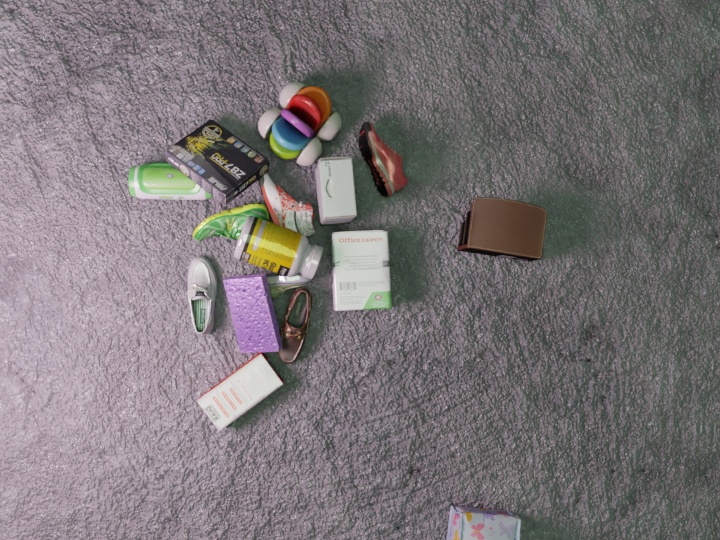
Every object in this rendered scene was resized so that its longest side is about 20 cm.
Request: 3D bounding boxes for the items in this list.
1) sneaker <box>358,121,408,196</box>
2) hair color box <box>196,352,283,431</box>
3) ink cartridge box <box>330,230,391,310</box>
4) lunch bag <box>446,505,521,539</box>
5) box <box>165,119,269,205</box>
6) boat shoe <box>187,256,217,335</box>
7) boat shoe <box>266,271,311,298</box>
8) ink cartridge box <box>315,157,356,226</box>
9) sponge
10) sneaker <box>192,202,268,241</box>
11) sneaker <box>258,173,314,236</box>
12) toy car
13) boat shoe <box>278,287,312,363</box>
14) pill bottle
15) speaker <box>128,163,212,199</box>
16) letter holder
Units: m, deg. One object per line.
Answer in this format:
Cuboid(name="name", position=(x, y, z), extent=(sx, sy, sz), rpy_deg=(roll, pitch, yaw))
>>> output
Cuboid(name="sneaker", position=(0.061, -0.296, 1.742), extent=(0.087, 0.074, 0.200), rpy_deg=(-24, 96, -19))
Cuboid(name="hair color box", position=(-0.304, 0.306, 1.697), extent=(0.200, 0.061, 0.102), rpy_deg=(-36, 93, -6))
Cuboid(name="ink cartridge box", position=(0.000, 0.000, 1.716), extent=(0.146, 0.084, 0.200), rpy_deg=(-2, 90, -6))
Cuboid(name="lunch bag", position=(0.311, 0.724, 1.726), extent=(0.169, 0.127, 0.200), rpy_deg=(7, 79, -8))
Cuboid(name="box", position=(-0.351, -0.270, 1.643), extent=(0.200, 0.049, 0.161), rpy_deg=(37, 59, 13))
Cuboid(name="boat shoe", position=(-0.398, 0.064, 1.686), extent=(0.073, 0.067, 0.200), rpy_deg=(-7, 90, -6))
Cuboid(name="boat shoe", position=(-0.221, 0.039, 1.710), extent=(0.200, 0.072, 0.062), rpy_deg=(-7, 104, 4))
Cuboid(name="ink cartridge box", position=(-0.063, -0.192, 1.653), extent=(0.083, 0.200, 0.147), rpy_deg=(-5, 91, -6))
Cuboid(name="sponge", position=(-0.270, 0.110, 1.677), extent=(0.111, 0.030, 0.200), rpy_deg=(-6, 105, 19))
Cuboid(name="sneaker", position=(-0.327, -0.110, 1.690), extent=(0.200, 0.074, 0.084), rpy_deg=(-19, 88, -6))
Cuboid(name="sneaker", position=(-0.186, -0.171, 1.710), extent=(0.108, 0.067, 0.202), rpy_deg=(-20, 95, -6))
Cuboid(name="toy car", position=(-0.150, -0.373, 1.671), extent=(0.175, 0.150, 0.200), rpy_deg=(38, 86, -5))
Cuboid(name="boat shoe", position=(-0.170, 0.142, 1.708), extent=(0.070, 0.070, 0.200), rpy_deg=(11, 90, -7))
Cuboid(name="pill bottle", position=(-0.199, -0.051, 1.636), extent=(0.200, 0.112, 0.113), rpy_deg=(20, 88, -8))
Cuboid(name="speaker", position=(-0.471, -0.221, 1.672), extent=(0.200, 0.088, 0.089), rpy_deg=(0, 90, -6))
Cuboid(name="letter holder", position=(0.371, -0.110, 1.748), extent=(0.200, 0.101, 0.142), rpy_deg=(8, 87, -6))
